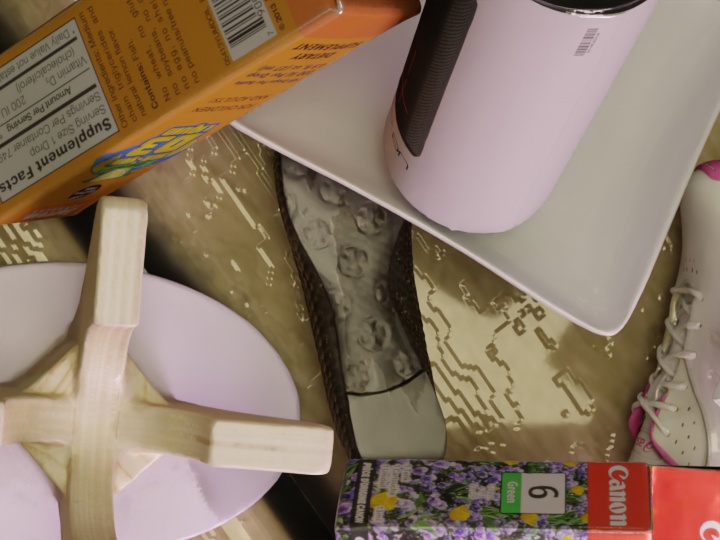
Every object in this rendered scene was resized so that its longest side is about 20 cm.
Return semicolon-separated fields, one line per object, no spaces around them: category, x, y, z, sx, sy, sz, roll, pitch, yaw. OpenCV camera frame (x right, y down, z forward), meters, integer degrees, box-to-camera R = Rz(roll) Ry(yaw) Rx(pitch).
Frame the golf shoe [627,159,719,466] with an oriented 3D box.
golf shoe;0.162;0.053;0.925;0.091;0.075;0.202;-11;92;-8

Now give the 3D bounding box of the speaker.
speaker;0.061;-0.086;0.768;0.080;0.200;0.082;3;70;-7

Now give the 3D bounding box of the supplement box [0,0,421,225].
supplement box;-0.076;-0.087;0.812;0.199;0.066;0.069;-25;83;32

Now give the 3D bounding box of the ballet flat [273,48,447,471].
ballet flat;0.000;0.000;0.906;0.067;0.046;0.202;-12;89;-12

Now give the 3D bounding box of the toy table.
toy table;-0.115;0.064;0.842;0.198;0.117;0.186;-7;93;-13

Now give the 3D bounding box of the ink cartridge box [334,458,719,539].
ink cartridge box;0.091;0.140;0.871;0.198;0.051;0.110;0;122;7

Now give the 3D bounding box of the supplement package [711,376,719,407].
supplement package;0.264;0.062;0.874;0.200;0.117;0.118;44;62;-35

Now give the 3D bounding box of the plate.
plate;0.063;-0.097;0.895;0.198;0.032;0.201;29;70;-3
